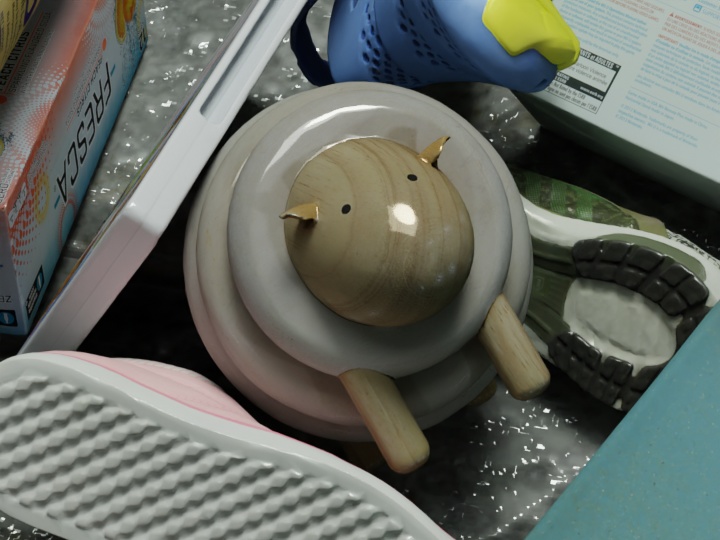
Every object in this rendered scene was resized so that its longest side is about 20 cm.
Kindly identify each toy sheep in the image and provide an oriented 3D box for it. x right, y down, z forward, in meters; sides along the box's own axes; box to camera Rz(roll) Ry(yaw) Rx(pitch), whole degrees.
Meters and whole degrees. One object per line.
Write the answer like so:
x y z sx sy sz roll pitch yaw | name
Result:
0.000 0.000 0.747 0.136 0.200 0.139 2 82 -12 | toy sheep

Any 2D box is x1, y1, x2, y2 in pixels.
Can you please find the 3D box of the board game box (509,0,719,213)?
0.172 -0.126 0.859 0.147 0.064 0.201 28 87 25 | board game box

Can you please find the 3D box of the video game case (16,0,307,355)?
-0.067 -0.051 0.816 0.018 0.143 0.201 34 50 -8 | video game case

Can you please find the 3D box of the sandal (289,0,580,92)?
0.025 -0.095 0.836 0.087 0.080 0.200 -39 14 -2 | sandal

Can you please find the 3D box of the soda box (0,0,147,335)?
-0.143 -0.067 0.866 0.063 0.069 0.201 6 42 8 | soda box

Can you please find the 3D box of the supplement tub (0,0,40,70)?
-0.182 -0.137 0.785 0.144 0.146 0.201 7 41 9 | supplement tub

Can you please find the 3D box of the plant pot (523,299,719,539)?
0.100 0.147 0.595 0.200 0.141 0.141 -47 55 0 | plant pot

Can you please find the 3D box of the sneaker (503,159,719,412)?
0.077 -0.006 0.828 0.199 0.077 0.088 32 24 30 | sneaker

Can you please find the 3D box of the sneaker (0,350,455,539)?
-0.034 0.086 0.712 0.199 0.105 0.076 28 92 8 | sneaker
